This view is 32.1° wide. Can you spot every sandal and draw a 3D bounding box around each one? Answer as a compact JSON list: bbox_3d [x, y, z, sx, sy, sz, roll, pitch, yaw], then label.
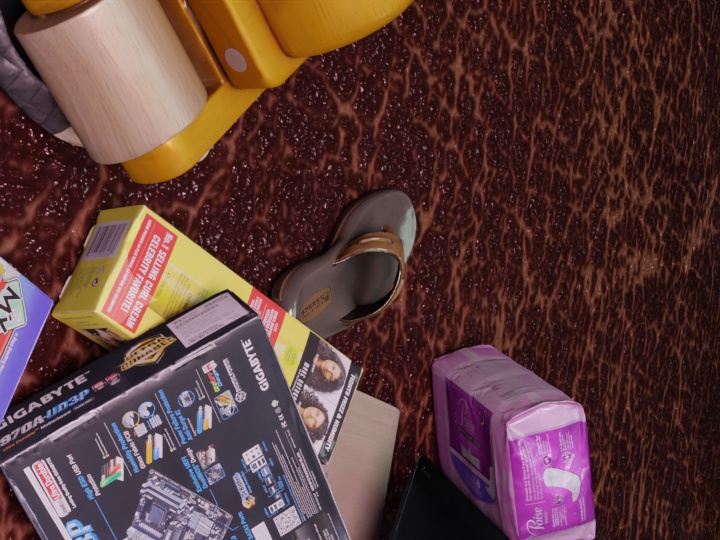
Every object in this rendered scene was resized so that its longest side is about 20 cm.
[{"bbox_3d":[0.000,0.000,0.951,0.200,0.054,0.082,-38,123,-53],"label":"sandal"}]

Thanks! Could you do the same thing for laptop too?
[{"bbox_3d":[0.004,0.247,0.897,0.177,0.199,0.104,48,19,-48],"label":"laptop"}]

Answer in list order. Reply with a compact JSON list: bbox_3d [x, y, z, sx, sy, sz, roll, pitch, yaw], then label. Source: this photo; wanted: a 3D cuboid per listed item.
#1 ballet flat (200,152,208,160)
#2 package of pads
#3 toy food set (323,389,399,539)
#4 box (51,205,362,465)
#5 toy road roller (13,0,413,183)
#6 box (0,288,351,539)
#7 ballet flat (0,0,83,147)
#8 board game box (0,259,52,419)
[{"bbox_3d":[-0.134,-0.157,0.726,0.069,0.069,0.202,-28,112,-56],"label":"ballet flat"},{"bbox_3d":[0.122,0.143,1.045,0.075,0.200,0.121,-11,102,-13],"label":"package of pads"},{"bbox_3d":[-0.050,0.147,0.880,0.200,0.060,0.145,29,66,-47],"label":"toy food set"},{"bbox_3d":[-0.087,0.044,0.764,0.200,0.050,0.076,40,61,-35],"label":"box"},{"bbox_3d":[-0.063,-0.146,0.642,0.200,0.145,0.123,-52,128,-34],"label":"toy road roller"},{"bbox_3d":[-0.100,0.134,0.719,0.158,0.046,0.201,-30,122,-17],"label":"box"},{"bbox_3d":[-0.174,-0.145,0.652,0.067,0.056,0.201,-59,138,-39],"label":"ballet flat"},{"bbox_3d":[-0.230,0.067,0.577,0.135,0.029,0.201,49,50,-47],"label":"board game box"}]
